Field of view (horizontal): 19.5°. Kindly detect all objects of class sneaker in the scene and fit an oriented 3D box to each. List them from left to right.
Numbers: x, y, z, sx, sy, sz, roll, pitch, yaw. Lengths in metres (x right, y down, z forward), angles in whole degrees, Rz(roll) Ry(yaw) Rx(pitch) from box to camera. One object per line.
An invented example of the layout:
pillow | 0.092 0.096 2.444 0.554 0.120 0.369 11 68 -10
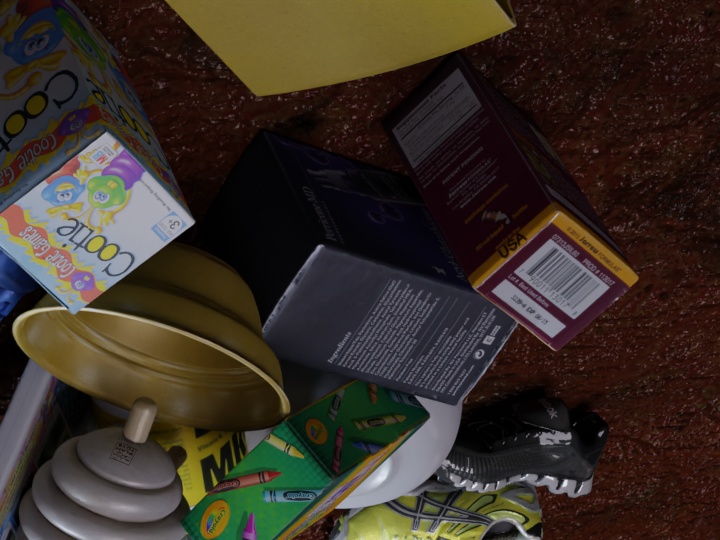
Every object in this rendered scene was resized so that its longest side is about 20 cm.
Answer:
sneaker | 0.068 0.228 1.852 0.198 0.077 0.076 -15 134 -11
sneaker | 0.138 0.145 1.826 0.199 0.067 0.091 8 121 -35

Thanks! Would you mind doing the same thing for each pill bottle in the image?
pill bottle | -0.148 0.112 1.622 0.113 0.115 0.201 -16 126 -12

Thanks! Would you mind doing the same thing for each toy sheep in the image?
toy sheep | -0.183 0.179 1.510 0.137 0.138 0.202 4 111 -28

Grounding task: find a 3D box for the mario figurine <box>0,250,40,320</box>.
mario figurine | -0.234 -0.032 1.513 0.199 0.107 0.123 -33 169 18

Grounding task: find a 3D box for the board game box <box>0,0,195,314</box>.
board game box | -0.200 -0.089 1.375 0.103 0.201 0.105 -36 134 7

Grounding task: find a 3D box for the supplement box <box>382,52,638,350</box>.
supplement box | 0.107 -0.052 1.548 0.086 0.201 0.110 -42 133 14

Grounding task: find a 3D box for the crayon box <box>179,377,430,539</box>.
crayon box | -0.037 0.144 1.541 0.119 0.058 0.200 -45 172 23

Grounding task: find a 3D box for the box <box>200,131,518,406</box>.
box | 0.000 0.000 1.579 0.199 0.148 0.105 16 120 -35

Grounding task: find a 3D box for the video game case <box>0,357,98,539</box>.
video game case | -0.247 0.167 1.562 0.023 0.201 0.182 15 153 11

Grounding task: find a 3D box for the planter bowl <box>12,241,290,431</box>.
planter bowl | -0.134 0.034 1.456 0.199 0.084 0.201 14 158 6

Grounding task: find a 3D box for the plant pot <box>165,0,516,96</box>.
plant pot | -0.039 -0.232 1.346 0.176 0.201 0.200 -30 135 17

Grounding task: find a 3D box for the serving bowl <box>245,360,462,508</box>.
serving bowl | -0.016 0.132 1.697 0.198 0.066 0.201 1 137 1
